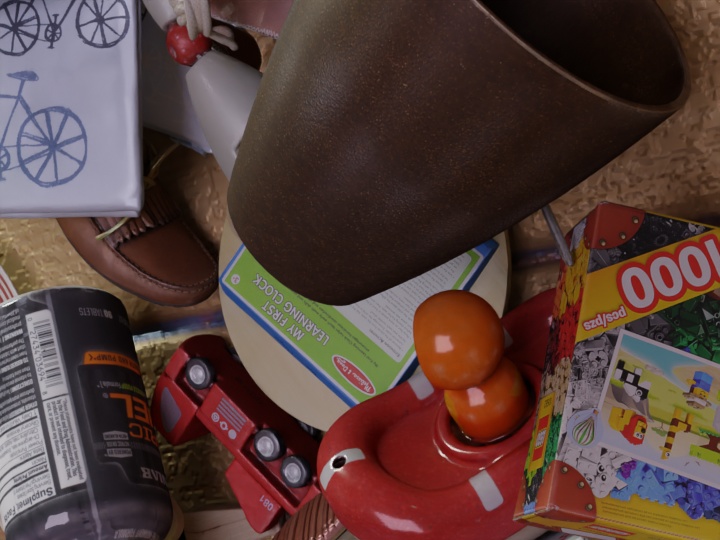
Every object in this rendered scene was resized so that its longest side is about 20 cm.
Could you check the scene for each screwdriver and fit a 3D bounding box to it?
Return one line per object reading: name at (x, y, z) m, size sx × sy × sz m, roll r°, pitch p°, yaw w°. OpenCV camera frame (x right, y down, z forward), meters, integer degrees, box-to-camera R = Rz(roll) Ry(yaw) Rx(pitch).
screwdriver at (0.089, -0.060, 0.839) m, size 0.028 × 0.200 × 0.029 m, roll 12°, pitch 115°, yaw -15°

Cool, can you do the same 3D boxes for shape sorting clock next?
shape sorting clock at (0.000, 0.000, 0.965) m, size 0.198 × 0.039 × 0.202 m, roll -2°, pitch 85°, yaw 25°

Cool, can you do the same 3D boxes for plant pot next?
plant pot at (0.026, -0.079, 0.781) m, size 0.187 × 0.186 × 0.200 m, roll 51°, pitch 121°, yaw 14°

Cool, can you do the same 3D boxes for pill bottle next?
pill bottle at (-0.178, 0.120, 1.000) m, size 0.106 × 0.106 × 0.202 m, roll -32°, pitch 62°, yaw 29°

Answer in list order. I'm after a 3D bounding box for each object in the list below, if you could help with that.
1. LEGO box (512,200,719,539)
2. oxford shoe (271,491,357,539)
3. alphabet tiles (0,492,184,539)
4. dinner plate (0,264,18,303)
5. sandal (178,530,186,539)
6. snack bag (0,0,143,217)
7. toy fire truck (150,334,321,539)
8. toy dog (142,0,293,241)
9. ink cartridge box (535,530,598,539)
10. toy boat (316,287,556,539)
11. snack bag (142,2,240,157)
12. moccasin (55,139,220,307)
LEGO box at (0.187, 0.066, 0.768) m, size 0.198 × 0.077 × 0.150 m, roll 12°, pitch 77°, yaw -5°
oxford shoe at (-0.036, 0.207, 0.954) m, size 0.074 × 0.071 × 0.201 m, roll 33°, pitch 114°, yaw -7°
alphabet tiles at (-0.192, 0.197, 1.087) m, size 0.200 × 0.015 × 0.196 m, roll 50°, pitch 121°, yaw 32°
dinner plate at (-0.305, 0.063, 1.156) m, size 0.199 × 0.024 × 0.202 m, roll 4°, pitch 97°, yaw 31°
sandal at (-0.136, 0.260, 1.074) m, size 0.075 × 0.048 × 0.202 m, roll -14°, pitch 90°, yaw 30°
snack bag at (-0.215, -0.133, 0.994) m, size 0.187 × 0.021 × 0.202 m, roll -1°, pitch 89°, yaw 23°
toy fire truck at (-0.072, 0.155, 1.023) m, size 0.200 × 0.049 × 0.142 m, roll 43°, pitch 117°, yaw 19°
toy dog at (-0.054, -0.113, 0.922) m, size 0.132 × 0.096 × 0.202 m, roll 21°, pitch 132°, yaw 66°
ink cartridge box at (0.086, 0.200, 0.883) m, size 0.199 × 0.145 × 0.084 m, roll -30°, pitch 82°, yaw 29°
toy boat at (0.063, 0.065, 0.843) m, size 0.199 × 0.131 × 0.131 m, roll -33°, pitch 35°, yaw -2°
snack bag at (-0.153, -0.193, 1.037) m, size 0.187 × 0.021 × 0.202 m, roll 20°, pitch 106°, yaw 26°
moccasin at (-0.160, -0.060, 1.028) m, size 0.202 × 0.073 × 0.078 m, roll 52°, pitch 136°, yaw 19°
